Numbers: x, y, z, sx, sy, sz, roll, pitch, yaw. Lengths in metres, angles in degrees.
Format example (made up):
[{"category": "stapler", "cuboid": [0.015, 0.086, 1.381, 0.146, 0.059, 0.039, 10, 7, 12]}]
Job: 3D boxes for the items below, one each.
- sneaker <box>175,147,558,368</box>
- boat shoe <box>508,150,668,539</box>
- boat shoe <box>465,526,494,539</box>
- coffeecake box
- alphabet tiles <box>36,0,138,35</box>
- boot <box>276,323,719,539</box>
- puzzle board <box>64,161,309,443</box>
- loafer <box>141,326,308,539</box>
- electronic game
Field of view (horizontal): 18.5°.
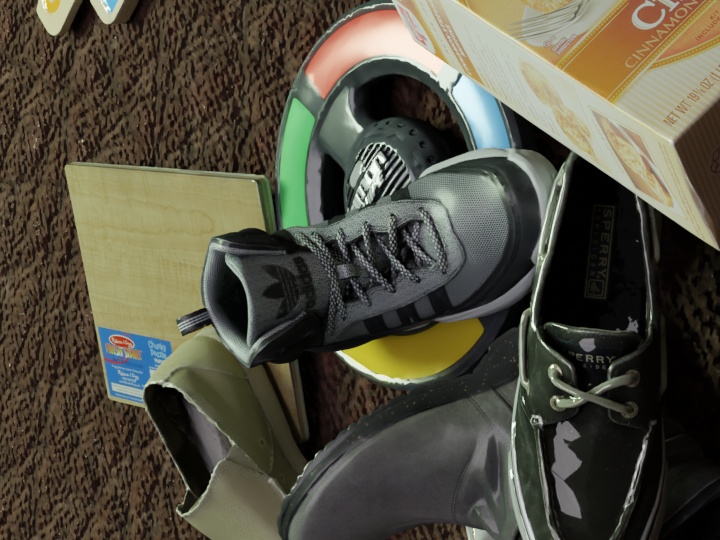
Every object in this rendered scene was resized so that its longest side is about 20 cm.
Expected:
[{"category": "sneaker", "cuboid": [0.000, 0.000, 1.046, 0.200, 0.114, 0.076, -24, 82, 43]}, {"category": "boat shoe", "cuboid": [0.097, 0.041, 0.954, 0.070, 0.064, 0.201, 0, 81, 8]}, {"category": "boat shoe", "cuboid": [0.081, 0.154, 1.055, 0.071, 0.069, 0.201, -44, 60, 47]}, {"category": "coffeecake box", "cuboid": [0.122, -0.124, 0.902, 0.200, 0.153, 0.073, 39, 168, 41]}, {"category": "alphabet tiles", "cuboid": [-0.172, -0.251, 1.361, 0.200, 0.015, 0.196, 58, 134, 29]}, {"category": "boot", "cuboid": [0.063, 0.112, 1.012, 0.200, 0.070, 0.132, -36, 61, 13]}, {"category": "puzzle board", "cuboid": [-0.101, 0.014, 1.288, 0.200, 0.017, 0.151, 7, 111, 51]}, {"category": "loafer", "cuboid": [-0.062, 0.128, 1.215, 0.201, 0.068, 0.076, 60, 140, 15]}, {"category": "electronic game", "cuboid": [0.021, -0.038, 1.128, 0.200, 0.041, 0.201, 9, 102, 51]}]
